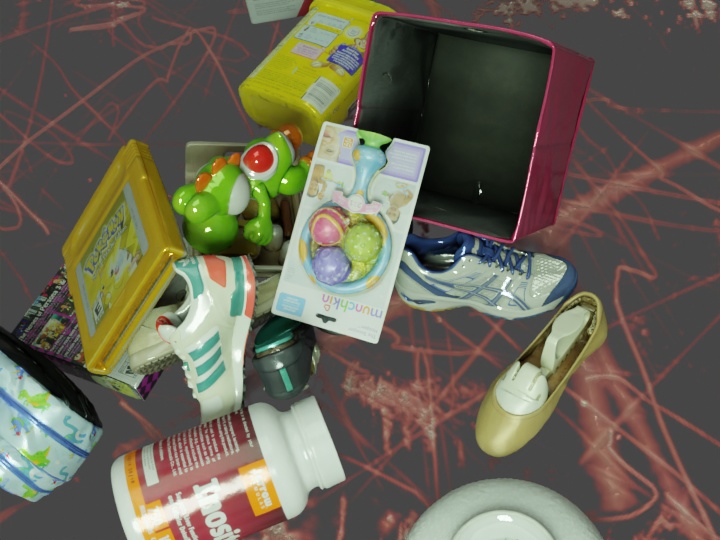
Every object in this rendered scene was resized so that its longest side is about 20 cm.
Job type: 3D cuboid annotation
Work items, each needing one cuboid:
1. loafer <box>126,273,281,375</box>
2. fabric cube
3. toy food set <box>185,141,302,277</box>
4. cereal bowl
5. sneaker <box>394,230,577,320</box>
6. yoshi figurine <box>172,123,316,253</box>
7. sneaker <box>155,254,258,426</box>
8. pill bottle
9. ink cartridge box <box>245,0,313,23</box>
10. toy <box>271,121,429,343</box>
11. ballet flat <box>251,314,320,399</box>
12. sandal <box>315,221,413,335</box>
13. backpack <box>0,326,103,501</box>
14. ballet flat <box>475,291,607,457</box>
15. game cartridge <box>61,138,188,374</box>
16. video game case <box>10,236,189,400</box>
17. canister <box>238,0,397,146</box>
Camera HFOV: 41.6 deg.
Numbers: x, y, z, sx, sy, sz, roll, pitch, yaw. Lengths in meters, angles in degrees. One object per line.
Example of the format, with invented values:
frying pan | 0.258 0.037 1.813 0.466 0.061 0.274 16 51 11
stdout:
loafer | -0.161 0.042 1.012 0.199 0.076 0.069 -24 80 -24
fabric cube | 0.120 -0.156 1.014 0.195 0.202 0.199 16 14 22
toy food set | -0.129 -0.073 1.104 0.142 0.061 0.201 1 49 -14
cereal bowl | 0.122 0.265 0.808 0.198 0.084 0.201 -5 50 6
sneaker | 0.133 0.000 1.011 0.198 0.088 0.076 -2 50 7
yoshi figurine | -0.129 -0.083 1.044 0.112 0.113 0.200 -4 19 43
sneaker | -0.160 0.078 0.940 0.093 0.201 0.070 5 16 -19
pill bottle | -0.121 0.193 0.886 0.199 0.113 0.113 -21 51 -6
ink cartridge box | -0.107 -0.466 1.346 0.145 0.201 0.083 -8 51 3
toy | -0.014 -0.042 0.927 0.114 0.047 0.201 15 86 13
ballet flat | -0.074 0.088 0.963 0.073 0.074 0.200 -12 7 0
sandal | 0.001 0.000 1.053 0.043 0.076 0.200 -11 32 41
backpack | -0.354 0.137 0.958 0.199 0.163 0.154 18 65 15
ballet flat | 0.178 0.095 0.943 0.068 0.063 0.200 28 62 28
game cartridge | -0.259 -0.020 1.008 0.177 0.032 0.200 -53 44 23
video game case | -0.275 0.036 1.086 0.180 0.036 0.201 15 56 19
canister | -0.049 -0.269 1.256 0.148 0.087 0.200 24 61 26
